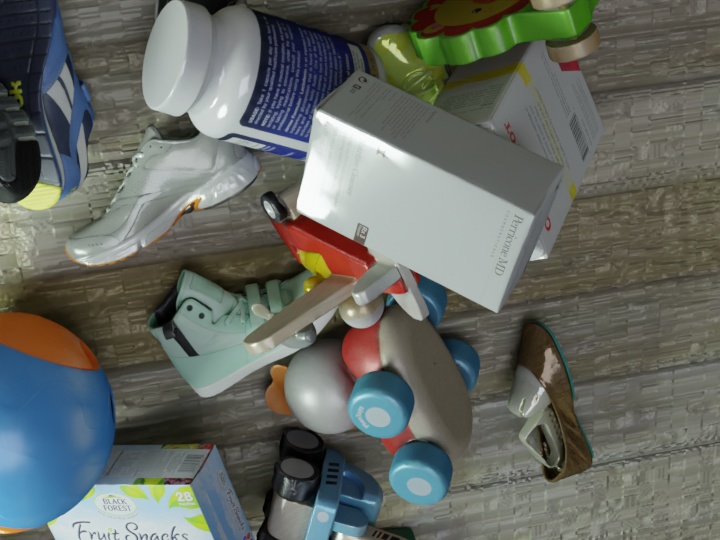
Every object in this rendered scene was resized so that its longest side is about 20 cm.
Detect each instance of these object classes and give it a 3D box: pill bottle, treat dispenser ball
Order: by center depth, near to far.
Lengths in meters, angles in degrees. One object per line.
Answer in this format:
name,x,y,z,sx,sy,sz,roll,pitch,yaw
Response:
pill bottle,-0.084,-0.165,1.132,0.198,0.116,0.117,11,113,-33
treat dispenser ball,-0.328,0.141,1.199,0.198,0.201,0.204,-5,116,-10

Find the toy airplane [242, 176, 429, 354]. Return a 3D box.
toy airplane,0.000,0.000,1.186,0.197,0.201,0.142,-5,131,13

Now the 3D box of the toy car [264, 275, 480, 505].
toy car,-0.001,0.128,1.310,0.198,0.185,0.178,-13,123,28

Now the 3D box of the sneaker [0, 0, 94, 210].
sneaker,-0.283,-0.159,1.146,0.073,0.082,0.203,3,101,21

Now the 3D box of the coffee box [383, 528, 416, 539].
coffee box,-0.005,0.390,1.474,0.121,0.044,0.203,3,114,-13

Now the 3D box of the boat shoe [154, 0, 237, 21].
boat shoe,-0.111,-0.277,1.127,0.074,0.060,0.200,36,104,-26

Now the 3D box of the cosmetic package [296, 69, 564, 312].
cosmetic package,0.056,-0.067,1.066,0.198,0.081,0.114,27,132,14

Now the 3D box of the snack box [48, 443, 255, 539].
snack box,-0.215,0.260,1.307,0.197,0.068,0.171,-4,121,24

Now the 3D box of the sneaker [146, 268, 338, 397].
sneaker,-0.113,0.032,1.262,0.199,0.074,0.118,-34,123,8

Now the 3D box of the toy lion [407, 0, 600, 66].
toy lion,0.145,-0.244,1.150,0.200,0.190,0.069,-46,124,-35

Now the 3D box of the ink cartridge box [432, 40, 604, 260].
ink cartridge box,0.139,-0.124,1.173,0.082,0.201,0.146,-7,125,33

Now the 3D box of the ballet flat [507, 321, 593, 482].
ballet flat,0.197,0.152,1.391,0.072,0.068,0.202,-34,124,-20

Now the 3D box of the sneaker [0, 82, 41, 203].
sneaker,-0.351,-0.117,1.106,0.115,0.201,0.075,-43,159,32

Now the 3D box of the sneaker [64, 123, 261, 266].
sneaker,-0.197,-0.083,1.202,0.198,0.076,0.093,-31,110,-5

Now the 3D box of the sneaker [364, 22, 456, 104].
sneaker,0.077,-0.150,1.219,0.075,0.077,0.200,-38,116,8

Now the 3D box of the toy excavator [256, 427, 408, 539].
toy excavator,-0.003,0.264,1.320,0.197,0.195,0.101,14,111,-3
